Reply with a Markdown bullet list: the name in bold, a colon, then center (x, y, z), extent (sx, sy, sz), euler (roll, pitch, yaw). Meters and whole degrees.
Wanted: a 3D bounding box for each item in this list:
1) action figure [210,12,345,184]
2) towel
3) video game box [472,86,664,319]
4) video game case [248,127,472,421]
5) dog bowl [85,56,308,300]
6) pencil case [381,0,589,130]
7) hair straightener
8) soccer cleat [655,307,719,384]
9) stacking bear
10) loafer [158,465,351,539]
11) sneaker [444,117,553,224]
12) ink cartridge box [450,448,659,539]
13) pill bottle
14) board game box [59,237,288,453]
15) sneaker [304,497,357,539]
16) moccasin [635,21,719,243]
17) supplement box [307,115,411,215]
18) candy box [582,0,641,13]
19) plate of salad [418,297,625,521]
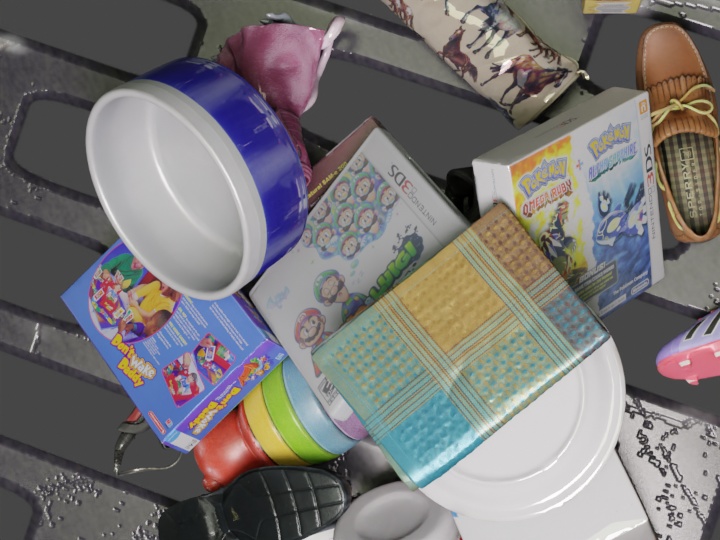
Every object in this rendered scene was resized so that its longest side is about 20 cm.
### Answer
- **action figure**: center (-0.078, -0.124, 1.420), extent (0.149, 0.134, 0.200), euler (-5, 63, -17)
- **towel**: center (0.077, 0.060, 1.229), extent (0.200, 0.022, 0.147), euler (-39, 72, 7)
- **video game box**: center (0.184, -0.042, 1.333), extent (0.047, 0.200, 0.182), euler (10, 120, 44)
- **video game case**: center (0.000, 0.000, 1.346), extent (0.200, 0.024, 0.182), euler (-52, 44, 14)
- **dog bowl**: center (-0.142, -0.079, 1.337), extent (0.079, 0.200, 0.200), euler (-36, 84, -37)
- **pencil case**: center (0.113, -0.218, 1.419), extent (0.200, 0.078, 0.089), euler (45, 110, 6)
- **hair straightener**: center (-0.166, 0.120, 1.472), extent (0.077, 0.041, 0.200), euler (36, 94, 6)
- **soccer cleat**: center (0.359, 0.041, 1.403), extent (0.200, 0.067, 0.076), euler (-22, 56, 12)
- **stacking bear**: center (-0.064, 0.136, 1.427), extent (0.200, 0.114, 0.121), euler (-30, 52, 17)
- **loafer**: center (-0.087, 0.214, 1.398), extent (0.200, 0.072, 0.073), euler (-16, 83, 30)
- **sneaker**: center (0.125, -0.076, 1.384), extent (0.087, 0.074, 0.200), euler (40, 65, -8)
- **ink cartridge box**: center (0.160, 0.196, 1.336), extent (0.145, 0.200, 0.147), euler (-26, 68, 5)
- **pill bottle**: center (0.056, 0.295, 1.378), extent (0.112, 0.112, 0.200), euler (-16, 118, 7)
- **board game box**: center (-0.173, 0.049, 1.429), extent (0.134, 0.045, 0.200), euler (-44, 58, 6)
- **sneaker**: center (-0.029, 0.301, 1.441), extent (0.202, 0.077, 0.146), euler (-22, 96, -1)
- **moccasin**: center (0.287, -0.124, 1.396), extent (0.074, 0.078, 0.201), euler (-4, 89, 7)
- **supplement box**: center (0.037, -0.032, 1.437), extent (0.109, 0.061, 0.200), euler (-40, 86, 7)
- **candy box**: center (0.220, -0.296, 1.344), extent (0.056, 0.200, 0.117), euler (-1, 90, 8)
- **plate of salad**: center (0.114, 0.100, 1.246), extent (0.200, 0.048, 0.200), euler (-3, 81, 18)
